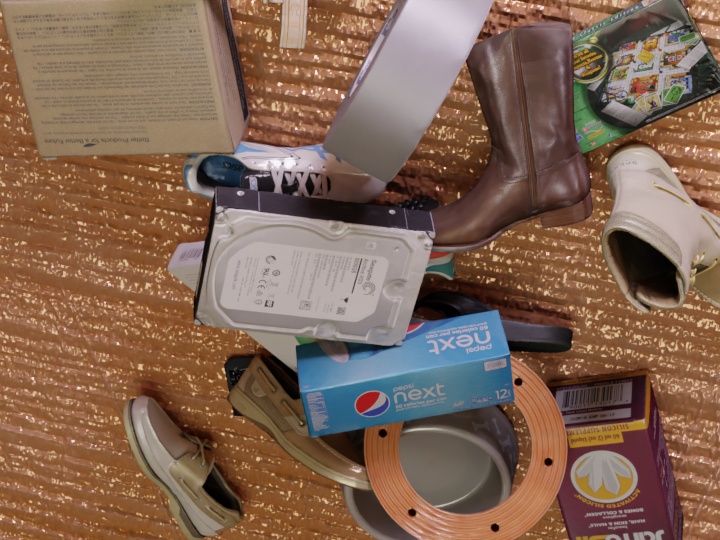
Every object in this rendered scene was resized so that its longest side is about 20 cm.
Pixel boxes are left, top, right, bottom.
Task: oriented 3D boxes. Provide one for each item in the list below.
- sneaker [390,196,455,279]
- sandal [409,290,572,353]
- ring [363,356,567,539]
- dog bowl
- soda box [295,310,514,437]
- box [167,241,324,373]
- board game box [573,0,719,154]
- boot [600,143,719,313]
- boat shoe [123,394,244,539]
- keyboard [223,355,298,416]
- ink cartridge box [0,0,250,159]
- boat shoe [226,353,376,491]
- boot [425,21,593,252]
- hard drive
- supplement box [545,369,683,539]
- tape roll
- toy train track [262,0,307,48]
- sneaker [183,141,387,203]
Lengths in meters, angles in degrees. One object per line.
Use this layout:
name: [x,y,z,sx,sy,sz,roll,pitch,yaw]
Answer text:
sneaker: [0.001,0.000,1.512,0.199,0.070,0.094,-18,111,20]
sandal: [0.111,0.050,1.527,0.199,0.048,0.075,5,167,-7]
ring: [0.103,0.173,1.511,0.199,0.019,0.202,0,87,5]
dog bowl: [0.069,0.214,1.621,0.199,0.059,0.201,0,124,0]
soda box: [0.042,0.097,1.460,0.199,0.068,0.064,-10,129,0]
box: [-0.075,0.037,1.512,0.144,0.036,0.200,-5,143,48]
board game box: [0.216,-0.167,1.383,0.199,0.023,0.105,-23,115,25]
boot: [0.289,-0.005,1.390,0.072,0.155,0.200,-35,109,30]
boat shoe: [-0.193,0.212,1.701,0.068,0.075,0.200,-16,125,16]
keyboard: [-0.045,0.141,1.634,0.199,0.040,0.104,-2,121,15]
ink cartridge box: [-0.215,-0.193,1.435,0.199,0.075,0.165,0,124,12]
boat shoe: [-0.052,0.154,1.569,0.200,0.071,0.065,33,96,29]
boot: [0.110,-0.123,1.379,0.185,0.064,0.201,-14,122,2]
hard drive: [-0.044,0.000,1.391,0.199,0.038,0.140,7,128,-13]
supplement box: [0.259,0.211,1.579,0.110,0.086,0.201,-9,120,18]
tape roll: [0.042,-0.177,1.309,0.066,0.201,0.201,27,124,-6]
toy train track: [-0.095,-0.253,1.340,0.199,0.033,0.115,0,98,-17]
sneaker: [-0.073,-0.086,1.474,0.199,0.073,0.072,4,122,9]
